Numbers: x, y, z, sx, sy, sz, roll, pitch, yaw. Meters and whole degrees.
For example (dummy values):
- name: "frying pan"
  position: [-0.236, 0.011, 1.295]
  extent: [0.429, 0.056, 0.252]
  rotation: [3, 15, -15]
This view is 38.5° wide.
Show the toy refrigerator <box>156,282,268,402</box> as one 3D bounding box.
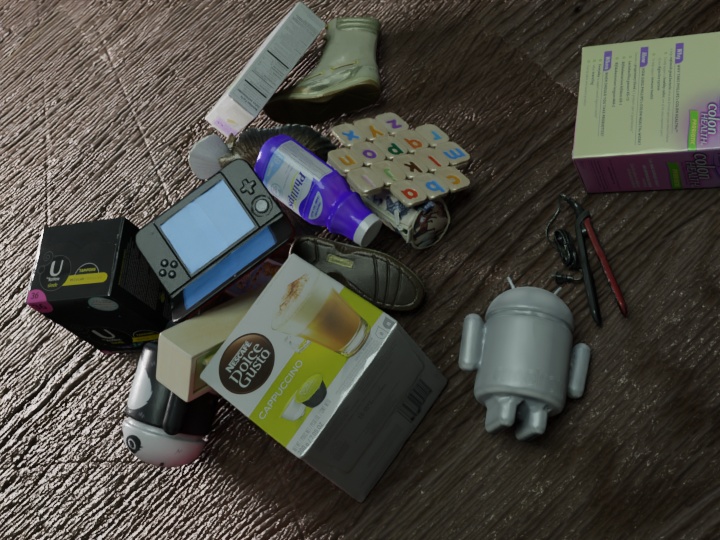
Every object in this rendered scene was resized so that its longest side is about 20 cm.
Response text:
- name: "toy refrigerator"
  position: [-0.172, 0.094, 1.370]
  extent: [0.070, 0.076, 0.199]
  rotation: [31, 36, 29]

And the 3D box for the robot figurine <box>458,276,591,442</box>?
- name: "robot figurine"
  position: [0.204, 0.106, 1.277]
  extent: [0.168, 0.113, 0.202]
  rotation: [15, 68, -11]

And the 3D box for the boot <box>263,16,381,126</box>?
- name: "boot"
  position: [-0.059, -0.319, 1.640]
  extent: [0.198, 0.072, 0.156]
  rotation: [-11, 58, 23]

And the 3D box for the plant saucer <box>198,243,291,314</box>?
- name: "plant saucer"
  position: [-0.145, 0.052, 1.515]
  extent: [0.199, 0.034, 0.202]
  rotation: [-11, 62, 21]

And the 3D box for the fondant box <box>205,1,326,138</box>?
- name: "fondant box"
  position: [-0.151, -0.313, 1.624]
  extent: [0.201, 0.058, 0.144]
  rotation: [-55, 14, -19]

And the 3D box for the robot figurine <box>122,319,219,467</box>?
- name: "robot figurine"
  position: [-0.261, 0.173, 1.440]
  extent: [0.124, 0.150, 0.202]
  rotation: [13, 85, 23]

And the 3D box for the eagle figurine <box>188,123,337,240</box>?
- name: "eagle figurine"
  position: [-0.144, -0.149, 1.563]
  extent: [0.199, 0.152, 0.151]
  rotation: [20, 54, 36]

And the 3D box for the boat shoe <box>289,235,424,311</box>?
- name: "boat shoe"
  position: [0.000, 0.000, 1.451]
  extent: [0.199, 0.076, 0.072]
  rotation: [25, 91, 10]

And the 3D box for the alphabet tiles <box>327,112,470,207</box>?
- name: "alphabet tiles"
  position: [0.055, -0.159, 1.468]
  extent: [0.199, 0.015, 0.196]
  rotation: [-19, 49, -32]

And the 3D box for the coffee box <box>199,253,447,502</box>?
- name: "coffee box"
  position: [-0.044, 0.138, 1.323]
  extent: [0.197, 0.200, 0.200]
  rotation: [32, 81, 34]

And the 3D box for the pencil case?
- name: "pencil case"
  position: [0.031, -0.105, 1.479]
  extent: [0.199, 0.089, 0.078]
  rotation: [33, 118, 33]

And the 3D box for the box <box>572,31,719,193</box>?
- name: "box"
  position: [0.392, -0.205, 1.356]
  extent: [0.198, 0.097, 0.177]
  rotation: [-2, 64, 25]

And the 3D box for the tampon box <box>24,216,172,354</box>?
- name: "tampon box"
  position: [-0.366, 0.027, 1.529]
  extent: [0.149, 0.200, 0.127]
  rotation: [-6, 63, 23]

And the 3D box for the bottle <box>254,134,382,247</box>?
- name: "bottle"
  position: [-0.059, -0.108, 1.448]
  extent: [0.200, 0.084, 0.065]
  rotation: [38, 40, 18]

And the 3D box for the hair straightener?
- name: "hair straightener"
  position: [0.282, -0.015, 1.345]
  extent: [0.076, 0.041, 0.201]
  rotation: [-22, 58, 13]

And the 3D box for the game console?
- name: "game console"
  position: [-0.203, -0.046, 1.398]
  extent: [0.199, 0.119, 0.173]
  rotation: [-36, 79, -1]

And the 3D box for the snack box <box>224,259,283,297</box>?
- name: "snack box"
  position: [-0.137, 0.021, 1.492]
  extent: [0.199, 0.024, 0.072]
  rotation: [22, 78, 32]
